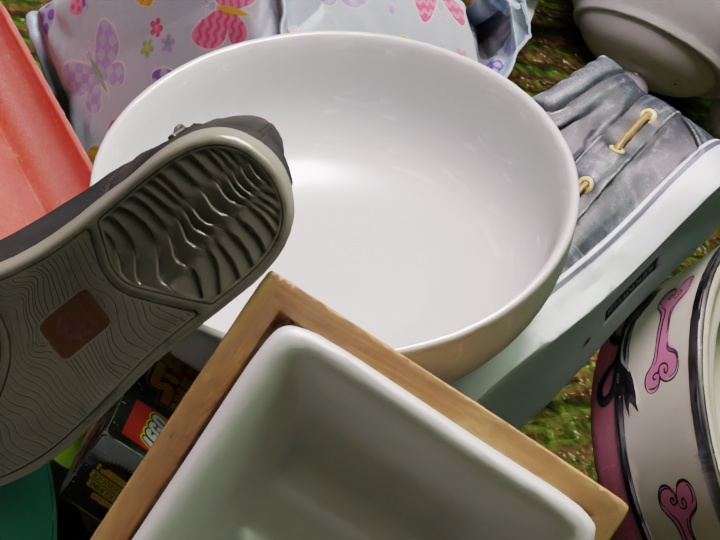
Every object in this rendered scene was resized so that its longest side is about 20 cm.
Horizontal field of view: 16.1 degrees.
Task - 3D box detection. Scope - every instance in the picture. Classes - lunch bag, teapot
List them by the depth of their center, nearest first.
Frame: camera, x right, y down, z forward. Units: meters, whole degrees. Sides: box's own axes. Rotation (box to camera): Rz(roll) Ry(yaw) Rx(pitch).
[{"bbox_3d":[-0.036,-0.107,1.254,0.199,0.169,0.128,4,67,-49],"label":"lunch bag"},{"bbox_3d":[0.219,-0.181,1.745,0.199,0.147,0.197,25,-10,13],"label":"teapot"}]

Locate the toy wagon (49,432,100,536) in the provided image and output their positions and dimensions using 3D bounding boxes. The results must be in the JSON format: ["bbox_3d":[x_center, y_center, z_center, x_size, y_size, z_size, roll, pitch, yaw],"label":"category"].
[{"bbox_3d":[-0.077,0.082,1.077,0.199,0.040,0.156,12,37,-40],"label":"toy wagon"}]

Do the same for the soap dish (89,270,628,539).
[{"bbox_3d":[-0.023,0.120,0.928,0.157,0.201,0.081,33,9,-10],"label":"soap dish"}]

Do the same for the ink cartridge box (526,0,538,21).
[{"bbox_3d":[0.022,-0.207,1.651,0.200,0.047,0.160,42,26,-9],"label":"ink cartridge box"}]

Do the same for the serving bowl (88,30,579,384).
[{"bbox_3d":[-0.011,-0.012,1.046,0.198,0.066,0.201,1,42,-1],"label":"serving bowl"}]

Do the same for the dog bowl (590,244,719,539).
[{"bbox_3d":[0.180,0.084,1.158,0.200,0.073,0.202,26,55,-44],"label":"dog bowl"}]

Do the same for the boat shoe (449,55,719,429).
[{"bbox_3d":[0.073,-0.005,1.110,0.091,0.071,0.200,41,68,19],"label":"boat shoe"}]

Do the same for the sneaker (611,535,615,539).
[{"bbox_3d":[0.134,0.136,1.213,0.199,0.077,0.076,-1,48,-50],"label":"sneaker"}]

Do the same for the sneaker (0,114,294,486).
[{"bbox_3d":[-0.106,0.014,0.937,0.075,0.199,0.106,58,7,-7],"label":"sneaker"}]

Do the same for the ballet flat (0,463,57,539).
[{"bbox_3d":[-0.169,0.043,0.986,0.067,0.064,0.201,2,63,-49],"label":"ballet flat"}]

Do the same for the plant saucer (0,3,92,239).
[{"bbox_3d":[-0.212,-0.063,1.135,0.199,0.037,0.201,9,39,-45],"label":"plant saucer"}]

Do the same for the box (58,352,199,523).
[{"bbox_3d":[-0.037,0.066,1.061,0.137,0.040,0.200,35,27,-8],"label":"box"}]
